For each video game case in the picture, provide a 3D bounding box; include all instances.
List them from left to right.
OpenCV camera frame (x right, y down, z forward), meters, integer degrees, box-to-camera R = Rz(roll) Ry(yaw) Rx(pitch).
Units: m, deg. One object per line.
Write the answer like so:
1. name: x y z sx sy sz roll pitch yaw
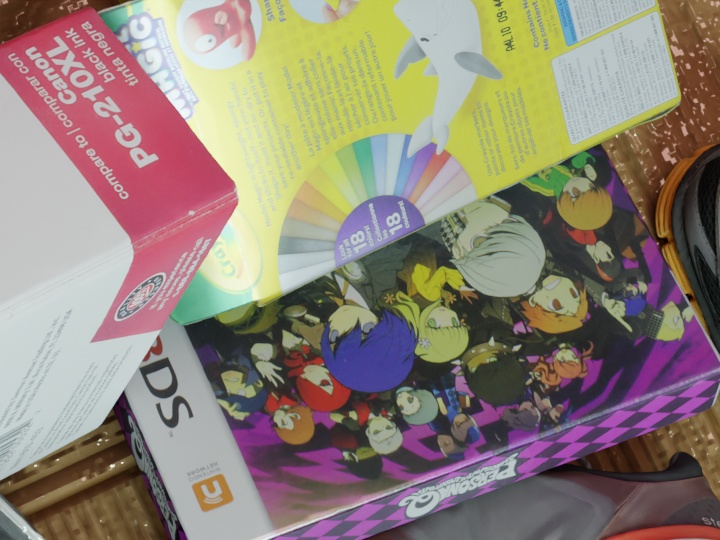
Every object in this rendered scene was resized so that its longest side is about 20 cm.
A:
1. video game case: 0.000 0.000 0.920 0.199 0.036 0.182 -18 63 -15

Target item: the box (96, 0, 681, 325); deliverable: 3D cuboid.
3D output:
1. box: 0.004 -0.072 0.876 0.199 0.048 0.118 -26 114 -20

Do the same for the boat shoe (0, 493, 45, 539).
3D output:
1. boat shoe: -0.182 0.067 0.890 0.200 0.073 0.062 40 29 7

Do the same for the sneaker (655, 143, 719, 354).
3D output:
1. sneaker: 0.174 0.040 0.951 0.078 0.077 0.201 -29 85 -18

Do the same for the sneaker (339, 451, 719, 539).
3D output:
1. sneaker: 0.036 0.104 0.922 0.199 0.077 0.082 -4 46 -6

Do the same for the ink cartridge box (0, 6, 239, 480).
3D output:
1. ink cartridge box: -0.153 0.023 0.784 0.200 0.145 0.084 -29 73 -38
